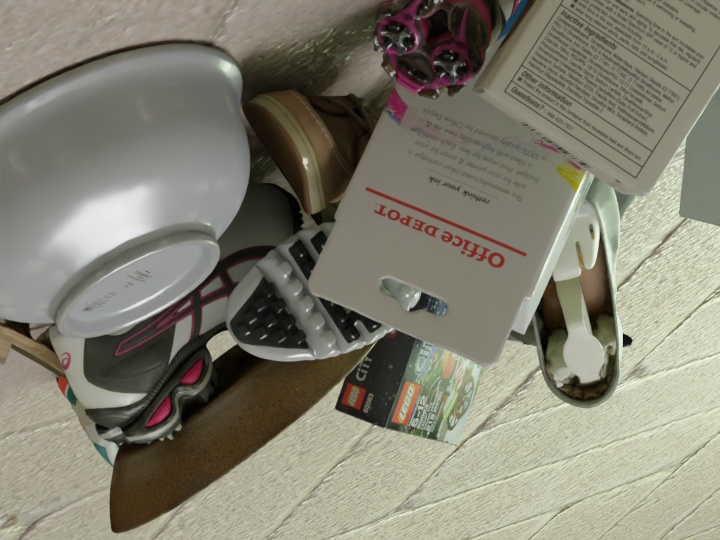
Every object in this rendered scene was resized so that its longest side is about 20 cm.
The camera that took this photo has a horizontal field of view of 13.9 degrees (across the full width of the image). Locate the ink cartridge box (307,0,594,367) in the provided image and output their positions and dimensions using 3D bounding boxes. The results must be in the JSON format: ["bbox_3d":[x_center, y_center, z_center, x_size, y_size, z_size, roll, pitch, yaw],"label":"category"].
[{"bbox_3d":[0.060,-0.047,1.596,0.068,0.115,0.201,87,27,-72],"label":"ink cartridge box"}]

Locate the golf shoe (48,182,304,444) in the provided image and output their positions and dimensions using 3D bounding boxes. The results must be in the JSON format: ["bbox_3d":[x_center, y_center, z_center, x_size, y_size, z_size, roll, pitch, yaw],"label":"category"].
[{"bbox_3d":[-0.100,0.007,1.686,0.077,0.088,0.200,-12,-145,43],"label":"golf shoe"}]

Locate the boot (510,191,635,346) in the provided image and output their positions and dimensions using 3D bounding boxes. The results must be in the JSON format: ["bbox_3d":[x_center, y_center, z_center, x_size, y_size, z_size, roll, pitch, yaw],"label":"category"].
[{"bbox_3d":[0.151,-0.069,1.906,0.072,0.182,0.201,14,121,-7],"label":"boot"}]

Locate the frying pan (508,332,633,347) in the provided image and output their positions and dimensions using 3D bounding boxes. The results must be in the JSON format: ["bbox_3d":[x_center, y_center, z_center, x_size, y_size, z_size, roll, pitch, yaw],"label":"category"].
[{"bbox_3d":[0.097,0.027,1.983,0.189,0.031,0.115,6,-155,13],"label":"frying pan"}]

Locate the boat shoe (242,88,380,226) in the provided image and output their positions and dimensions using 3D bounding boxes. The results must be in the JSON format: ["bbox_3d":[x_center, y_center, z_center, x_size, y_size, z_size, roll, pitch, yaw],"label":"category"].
[{"bbox_3d":[-0.018,-0.073,1.656,0.064,0.071,0.200,-33,173,0],"label":"boat shoe"}]

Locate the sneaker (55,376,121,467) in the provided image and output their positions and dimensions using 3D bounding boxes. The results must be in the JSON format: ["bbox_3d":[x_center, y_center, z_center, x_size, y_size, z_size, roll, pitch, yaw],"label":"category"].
[{"bbox_3d":[-0.126,0.062,1.818,0.070,0.094,0.200,-18,160,-30],"label":"sneaker"}]

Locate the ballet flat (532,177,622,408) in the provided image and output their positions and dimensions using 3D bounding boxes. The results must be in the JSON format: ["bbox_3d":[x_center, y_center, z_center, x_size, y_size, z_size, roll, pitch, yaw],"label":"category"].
[{"bbox_3d":[0.130,0.000,1.813,0.067,0.064,0.201,-9,127,6],"label":"ballet flat"}]

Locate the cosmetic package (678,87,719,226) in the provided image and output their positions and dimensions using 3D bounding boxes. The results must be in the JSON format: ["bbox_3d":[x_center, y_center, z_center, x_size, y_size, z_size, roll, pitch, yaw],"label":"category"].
[{"bbox_3d":[0.256,-0.132,1.721,0.150,0.201,0.052,-9,-162,-44],"label":"cosmetic package"}]

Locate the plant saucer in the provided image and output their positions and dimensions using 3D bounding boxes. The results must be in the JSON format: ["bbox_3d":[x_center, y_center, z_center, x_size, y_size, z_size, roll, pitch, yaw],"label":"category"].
[{"bbox_3d":[-0.076,0.077,1.724,0.200,0.036,0.200,-37,-173,5],"label":"plant saucer"}]

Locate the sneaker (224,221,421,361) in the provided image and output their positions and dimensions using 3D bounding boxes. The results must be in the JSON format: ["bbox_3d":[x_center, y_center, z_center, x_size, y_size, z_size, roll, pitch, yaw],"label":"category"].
[{"bbox_3d":[0.000,0.000,1.687,0.199,0.075,0.081,-28,-178,-32],"label":"sneaker"}]

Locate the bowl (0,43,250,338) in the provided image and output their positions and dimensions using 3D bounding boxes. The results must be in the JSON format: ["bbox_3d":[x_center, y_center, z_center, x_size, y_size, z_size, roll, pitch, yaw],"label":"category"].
[{"bbox_3d":[-0.135,-0.027,1.560,0.200,0.091,0.201,-26,162,-9],"label":"bowl"}]

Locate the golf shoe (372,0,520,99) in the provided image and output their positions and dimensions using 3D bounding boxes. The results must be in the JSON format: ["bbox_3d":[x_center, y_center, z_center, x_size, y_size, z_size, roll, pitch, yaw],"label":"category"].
[{"bbox_3d":[0.070,-0.181,1.502,0.200,0.072,0.092,-55,-179,46],"label":"golf shoe"}]

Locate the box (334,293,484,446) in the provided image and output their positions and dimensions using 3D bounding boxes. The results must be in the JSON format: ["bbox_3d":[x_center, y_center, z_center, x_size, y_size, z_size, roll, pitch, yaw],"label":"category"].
[{"bbox_3d":[0.056,0.004,1.828,0.136,0.038,0.201,19,90,-68],"label":"box"}]

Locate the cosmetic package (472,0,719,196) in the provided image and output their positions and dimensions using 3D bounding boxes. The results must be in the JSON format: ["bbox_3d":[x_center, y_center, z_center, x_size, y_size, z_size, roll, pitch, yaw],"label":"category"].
[{"bbox_3d":[0.152,-0.147,1.487,0.200,0.105,0.071,-56,-176,0],"label":"cosmetic package"}]

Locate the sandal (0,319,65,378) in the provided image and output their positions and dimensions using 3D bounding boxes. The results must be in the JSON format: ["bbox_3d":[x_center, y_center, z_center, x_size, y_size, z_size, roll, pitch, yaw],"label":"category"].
[{"bbox_3d":[-0.173,0.025,1.691,0.211,0.077,0.070,23,89,-52],"label":"sandal"}]
